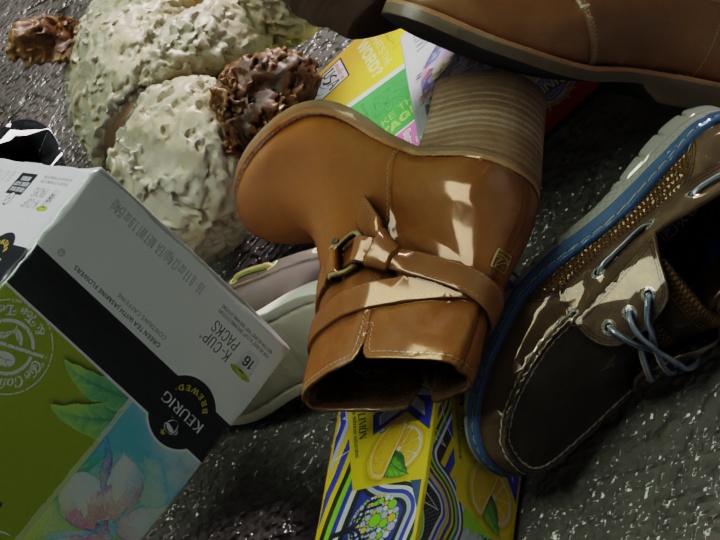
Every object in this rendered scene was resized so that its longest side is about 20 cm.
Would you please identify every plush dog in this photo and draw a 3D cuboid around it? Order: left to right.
[{"bbox_3d":[-0.100,-0.078,1.429,0.201,0.160,0.172,-64,33,29],"label":"plush dog"}]

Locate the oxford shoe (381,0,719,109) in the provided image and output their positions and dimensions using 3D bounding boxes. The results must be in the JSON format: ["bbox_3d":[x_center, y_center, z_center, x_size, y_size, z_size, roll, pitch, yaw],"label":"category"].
[{"bbox_3d":[0.097,-0.120,1.211,0.071,0.199,0.072,22,103,55],"label":"oxford shoe"}]

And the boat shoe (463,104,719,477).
[{"bbox_3d":[0.123,0.011,1.172,0.200,0.072,0.072,-54,33,-7],"label":"boat shoe"}]

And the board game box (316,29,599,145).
[{"bbox_3d":[0.065,-0.117,1.410,0.200,0.040,0.153,-43,32,11],"label":"board game box"}]

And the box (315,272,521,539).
[{"bbox_3d":[0.032,0.081,1.214,0.064,0.070,0.201,-22,41,33],"label":"box"}]

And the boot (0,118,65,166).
[{"bbox_3d":[-0.181,-0.004,1.454,0.065,0.201,0.165,-11,45,-2],"label":"boot"}]

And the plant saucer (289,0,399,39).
[{"bbox_3d":[0.059,-0.162,1.239,0.199,0.030,0.200,-28,-5,-2],"label":"plant saucer"}]

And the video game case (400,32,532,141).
[{"bbox_3d":[0.102,-0.152,1.318,0.200,0.018,0.143,-41,22,15],"label":"video game case"}]

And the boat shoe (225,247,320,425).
[{"bbox_3d":[-0.047,0.030,1.373,0.200,0.072,0.060,-19,24,48],"label":"boat shoe"}]

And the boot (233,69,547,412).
[{"bbox_3d":[0.000,0.000,1.218,0.199,0.077,0.156,-10,53,39],"label":"boot"}]

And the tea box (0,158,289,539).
[{"bbox_3d":[-0.173,0.061,1.221,0.197,0.134,0.200,-53,24,-15],"label":"tea box"}]
